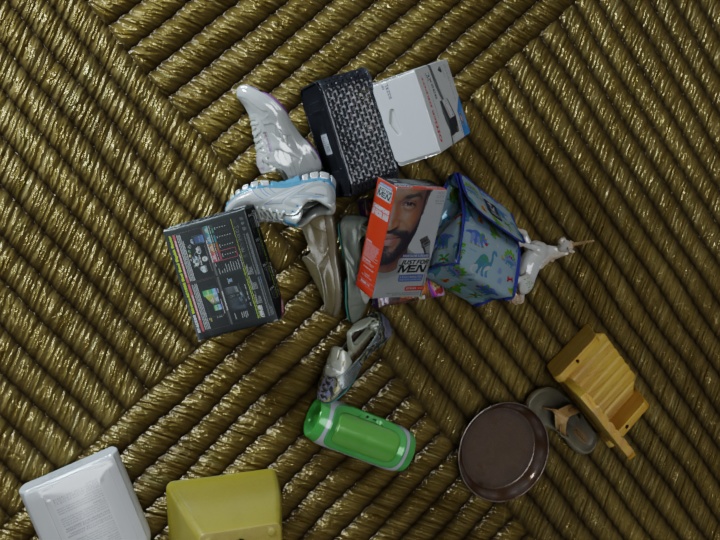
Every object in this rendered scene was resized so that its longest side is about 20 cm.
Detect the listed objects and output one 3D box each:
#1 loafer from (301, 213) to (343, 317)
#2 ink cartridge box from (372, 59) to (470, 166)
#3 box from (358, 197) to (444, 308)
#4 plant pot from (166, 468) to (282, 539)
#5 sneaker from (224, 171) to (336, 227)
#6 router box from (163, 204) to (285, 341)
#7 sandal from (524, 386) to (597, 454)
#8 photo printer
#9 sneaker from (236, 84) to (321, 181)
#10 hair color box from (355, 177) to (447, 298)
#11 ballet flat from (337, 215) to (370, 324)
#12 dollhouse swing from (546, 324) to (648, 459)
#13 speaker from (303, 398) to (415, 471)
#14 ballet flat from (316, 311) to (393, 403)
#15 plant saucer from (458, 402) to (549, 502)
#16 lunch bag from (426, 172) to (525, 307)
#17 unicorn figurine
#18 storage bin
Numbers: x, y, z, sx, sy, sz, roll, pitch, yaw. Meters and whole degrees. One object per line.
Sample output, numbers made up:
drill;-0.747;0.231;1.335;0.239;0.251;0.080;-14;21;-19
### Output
loafer;-0.069;-0.015;1.464;0.067;0.076;0.202;-5;100;3
ink cartridge box;0.111;-0.280;1.437;0.083;0.200;0.146;-14;103;26
box;0.077;-0.041;1.527;0.136;0.039;0.202;-11;97;-19
plant pot;-0.217;0.472;1.392;0.198;0.176;0.202;-3;96;-18
sneaker;-0.134;-0.107;1.399;0.199;0.087;0.075;-14;143;2
router box;-0.227;0.004;1.383;0.149;0.062;0.201;-14;99;11
sandal;0.417;0.305;1.661;0.200;0.054;0.080;42;81;-17
photo printer;-0.448;0.417;1.365;0.165;0.069;0.201;-23;101;-16
sneaker;-0.155;-0.228;1.415;0.100;0.075;0.200;-43;106;-12
hair color box;0.070;-0.055;1.415;0.110;0.064;0.201;-2;113;-32
ballet flat;0.000;0.000;1.476;0.063;0.067;0.202;-2;103;16
dollhouse swing;0.499;0.239;1.618;0.182;0.176;0.200;-43;104;-13
speaker;-0.001;0.301;1.502;0.199;0.088;0.089;25;86;-19
ballet flat;-0.020;0.147;1.478;0.072;0.072;0.200;50;64;-15
plant saucer;0.279;0.356;1.627;0.199;0.034;0.202;-2;95;-18
lunch bag;0.212;-0.059;1.516;0.170;0.127;0.201;31;59;-34
unicorn figurine;0.336;-0.022;1.607;0.137;0.074;0.201;31;98;-30
storage bin;-0.021;-0.237;1.427;0.093;0.135;0.201;-19;100;-17
